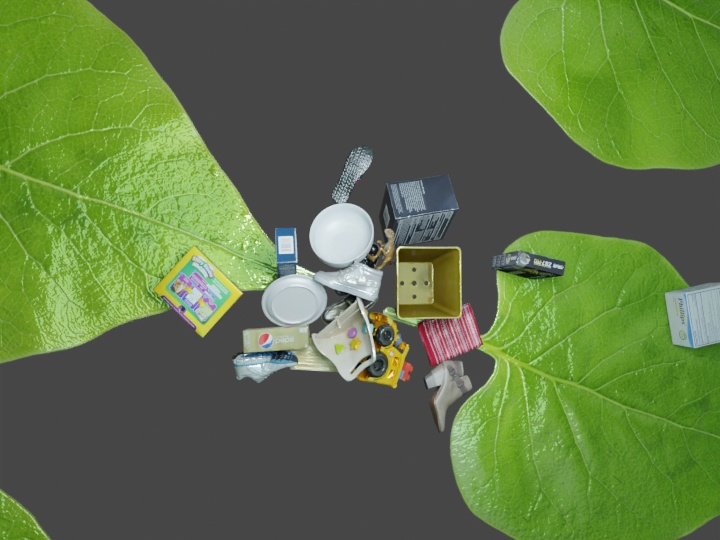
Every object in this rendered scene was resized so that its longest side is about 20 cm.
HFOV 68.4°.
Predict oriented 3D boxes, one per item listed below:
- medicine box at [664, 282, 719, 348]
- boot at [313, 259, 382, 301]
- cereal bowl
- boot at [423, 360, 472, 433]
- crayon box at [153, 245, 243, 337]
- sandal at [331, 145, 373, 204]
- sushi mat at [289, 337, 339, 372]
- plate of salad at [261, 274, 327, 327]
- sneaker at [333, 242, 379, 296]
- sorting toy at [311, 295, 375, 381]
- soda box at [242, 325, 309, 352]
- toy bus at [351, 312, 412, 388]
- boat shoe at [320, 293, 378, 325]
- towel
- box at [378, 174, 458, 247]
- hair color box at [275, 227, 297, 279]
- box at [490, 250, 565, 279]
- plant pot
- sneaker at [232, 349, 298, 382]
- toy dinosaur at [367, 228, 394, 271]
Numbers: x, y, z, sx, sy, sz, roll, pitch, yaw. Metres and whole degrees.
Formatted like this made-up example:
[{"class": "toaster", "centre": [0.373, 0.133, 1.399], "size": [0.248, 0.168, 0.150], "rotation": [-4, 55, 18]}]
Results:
[{"class": "medicine box", "centre": [1.171, 0.150, 1.814], "size": [0.193, 0.103, 0.189], "rotation": [-10, 90, -9]}, {"class": "boot", "centre": [-0.033, 0.011, 1.525], "size": [0.194, 0.074, 0.099], "rotation": [17, 97, -4]}, {"class": "cereal bowl", "centre": [-0.052, -0.095, 1.603], "size": [0.193, 0.084, 0.207], "rotation": [-3, 65, 7]}, {"class": "boot", "centre": [0.284, 0.390, 1.673], "size": [0.142, 0.070, 0.207], "rotation": [-15, 91, -12]}, {"class": "crayon box", "centre": [-0.472, 0.061, 1.556], "size": [0.200, 0.058, 0.173], "rotation": [44, 81, -6]}, {"class": "sandal", "centre": [-0.028, -0.300, 1.656], "size": [0.074, 0.045, 0.203], "rotation": [31, 98, -1]}, {"class": "sushi mat", "centre": [-0.122, 0.260, 1.633], "size": [0.193, 0.012, 0.099], "rotation": [5, 89, -9]}, {"class": "plate of salad", "centre": [-0.196, 0.087, 1.574], "size": [0.193, 0.049, 0.205], "rotation": [-6, 128, -7]}, {"class": "sneaker", "centre": [0.000, 0.000, 1.612], "size": [0.073, 0.112, 0.201], "rotation": [40, 83, -7]}, {"class": "sorting toy", "centre": [-0.024, 0.215, 1.547], "size": [0.199, 0.183, 0.106], "rotation": [-39, 140, 20]}, {"class": "soda box", "centre": [-0.249, 0.202, 1.577], "size": [0.192, 0.068, 0.067], "rotation": [-3, 89, -3]}, {"class": "toy bus", "centre": [0.084, 0.253, 1.617], "size": [0.188, 0.135, 0.206], "rotation": [23, 82, -26]}, {"class": "boat shoe", "centre": [-0.028, 0.113, 1.627], "size": [0.196, 0.065, 0.075], "rotation": [-29, 92, -10]}, {"class": "towel", "centre": [0.288, 0.206, 1.702], "size": [0.194, 0.022, 0.149], "rotation": [-20, 93, -10]}, {"class": "box", "centre": [0.168, -0.174, 1.592], "size": [0.191, 0.201, 0.127], "rotation": [-9, 68, -10]}, {"class": "hair color box", "centre": [-0.213, -0.036, 1.523], "size": [0.058, 0.201, 0.104], "rotation": [-2, 72, -9]}, {"class": "box", "centre": [0.518, -0.016, 1.657], "size": [0.156, 0.200, 0.051], "rotation": [15, 84, -9]}, {"class": "plant pot", "centre": [0.186, 0.038, 1.611], "size": [0.193, 0.176, 0.208], "rotation": [0, 89, -9]}, {"class": "sneaker", "centre": [-0.282, 0.289, 1.583], "size": [0.192, 0.075, 0.090], "rotation": [-2, 106, -5]}, {"class": "toy dinosaur", "centre": [0.077, -0.041, 1.575], "size": [0.104, 0.202, 0.061], "rotation": [-31, 64, -17]}]
